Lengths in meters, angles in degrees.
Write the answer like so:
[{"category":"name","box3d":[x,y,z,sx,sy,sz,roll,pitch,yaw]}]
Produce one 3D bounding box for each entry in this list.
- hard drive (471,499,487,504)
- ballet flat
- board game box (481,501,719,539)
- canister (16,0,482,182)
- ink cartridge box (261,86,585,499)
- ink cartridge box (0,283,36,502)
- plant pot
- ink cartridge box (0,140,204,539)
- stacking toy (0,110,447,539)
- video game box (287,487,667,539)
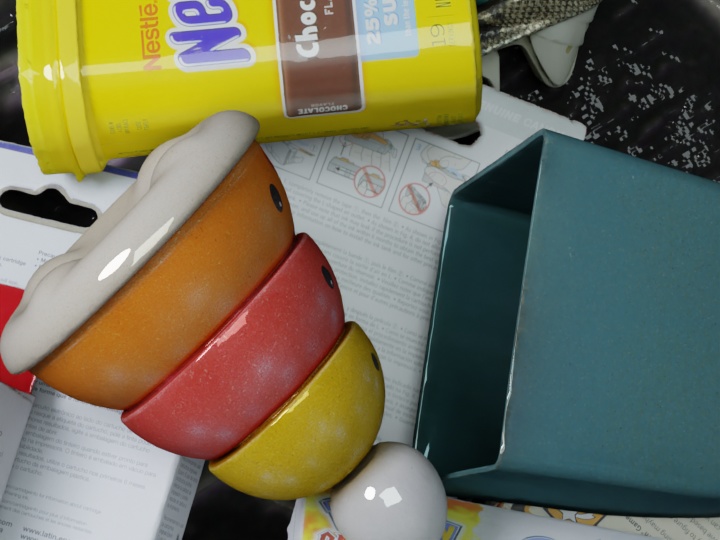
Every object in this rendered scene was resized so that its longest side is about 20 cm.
[{"category":"hard drive","box3d":[0.160,0.138,1.111,0.200,0.033,0.140,39,77,-1]},{"category":"ballet flat","box3d":[0.058,-0.110,1.126,0.199,0.068,0.076,-27,100,-5]},{"category":"board game box","box3d":[0.164,0.102,1.076,0.151,0.046,0.200,42,77,0]},{"category":"canister","box3d":[-0.051,-0.126,1.020,0.199,0.087,0.149,-6,68,0]},{"category":"ink cartridge box","box3d":[0.000,0.000,1.087,0.162,0.057,0.201,21,80,-4]},{"category":"ink cartridge box","box3d":[-0.255,0.064,0.993,0.199,0.084,0.177,12,78,23]},{"category":"plant pot","box3d":[0.142,0.039,0.995,0.199,0.141,0.142,11,78,-13]},{"category":"ink cartridge box","box3d":[-0.159,0.046,1.040,0.195,0.043,0.201,14,78,18]},{"category":"stacking toy","box3d":[-0.039,0.046,0.952,0.200,0.146,0.146,45,77,-10]},{"category":"video game box","box3d":[0.062,0.178,0.952,0.199,0.047,0.183,11,37,-6]}]
